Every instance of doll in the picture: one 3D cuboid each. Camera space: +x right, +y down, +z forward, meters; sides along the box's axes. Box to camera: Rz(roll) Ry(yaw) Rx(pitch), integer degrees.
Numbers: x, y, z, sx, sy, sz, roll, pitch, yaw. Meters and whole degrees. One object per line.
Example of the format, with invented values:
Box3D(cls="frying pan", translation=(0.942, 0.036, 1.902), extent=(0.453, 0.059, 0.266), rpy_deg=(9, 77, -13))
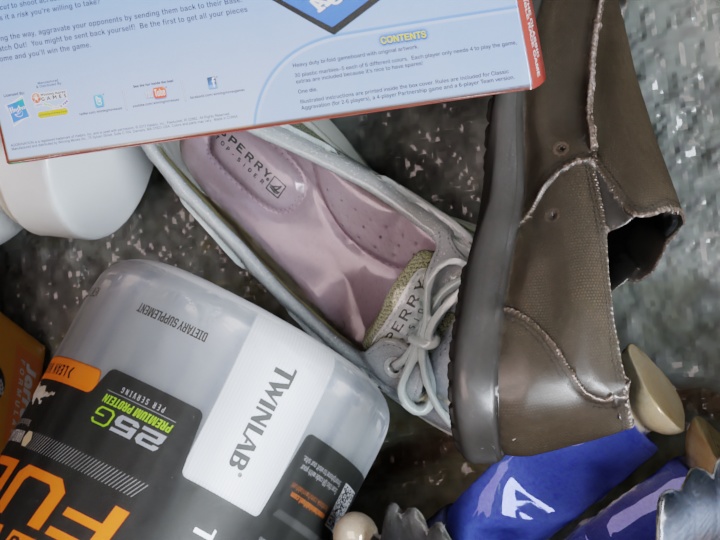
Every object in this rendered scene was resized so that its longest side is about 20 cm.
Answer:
Box3D(cls="doll", translation=(0.047, 0.120, 0.985), extent=(0.200, 0.049, 0.136), rpy_deg=(-40, 114, 15))

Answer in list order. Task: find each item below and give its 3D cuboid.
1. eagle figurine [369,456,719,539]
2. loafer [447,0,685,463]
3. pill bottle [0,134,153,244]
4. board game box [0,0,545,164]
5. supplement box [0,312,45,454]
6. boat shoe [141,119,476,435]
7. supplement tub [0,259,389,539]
Box3D(cls="eagle figurine", translation=(0.081, 0.173, 0.895), extent=(0.151, 0.151, 0.201), rpy_deg=(-51, 30, 42))
Box3D(cls="loafer", translation=(0.078, -0.025, 0.953), extent=(0.071, 0.073, 0.201), rpy_deg=(7, 69, 9))
Box3D(cls="pill bottle", translation=(-0.182, -0.067, 1.075), extent=(0.199, 0.113, 0.114), rpy_deg=(9, 96, 25))
Box3D(cls="board game box", translation=(-0.042, -0.100, 0.944), extent=(0.199, 0.019, 0.104), rpy_deg=(-7, 105, 21))
Box3D(cls="supplement box", translation=(-0.199, 0.017, 1.036), extent=(0.068, 0.200, 0.067), rpy_deg=(-8, 60, 25))
Box3D(cls="boat shoe", translation=(0.000, -0.002, 1.014), extent=(0.202, 0.065, 0.075), rpy_deg=(43, 109, 18))
Box3D(cls="supplement tub", translation=(-0.083, 0.108, 0.990), extent=(0.122, 0.123, 0.201), rpy_deg=(22, 77, 24))
